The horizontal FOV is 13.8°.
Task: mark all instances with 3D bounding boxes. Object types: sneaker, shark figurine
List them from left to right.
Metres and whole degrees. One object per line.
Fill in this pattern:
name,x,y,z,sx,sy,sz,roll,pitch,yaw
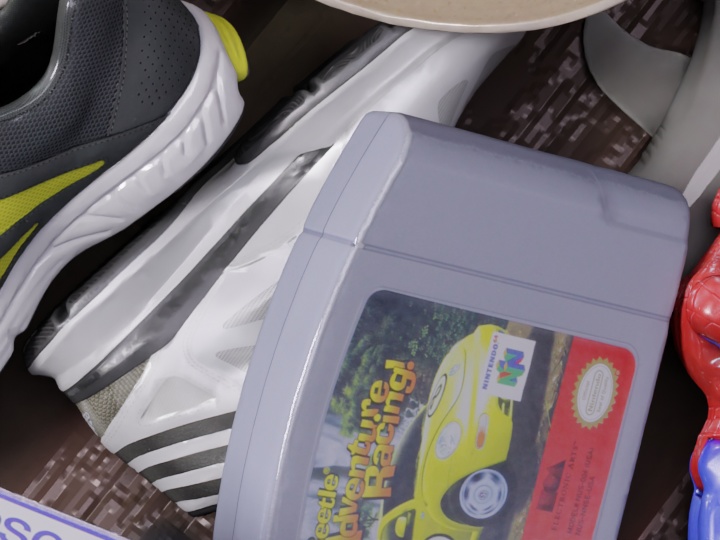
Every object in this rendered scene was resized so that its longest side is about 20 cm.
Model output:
sneaker,-0.129,-0.024,0.914,0.200,0.085,0.074,-46,43,1
sneaker,0.000,0.000,0.963,0.200,0.076,0.115,-42,95,-5
shark figurine,0.121,-0.096,0.982,0.128,0.090,0.215,-4,81,-9

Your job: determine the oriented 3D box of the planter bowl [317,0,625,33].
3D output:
planter bowl,0.029,-0.189,0.887,0.200,0.200,0.135,24,52,-2

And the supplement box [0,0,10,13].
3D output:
supplement box,-0.190,-0.102,0.938,0.200,0.074,0.126,-28,84,-20

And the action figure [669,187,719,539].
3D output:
action figure,0.143,0.071,0.951,0.099,0.065,0.200,1,88,-3

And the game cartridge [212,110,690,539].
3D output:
game cartridge,0.023,0.058,0.917,0.133,0.041,0.200,13,92,-30

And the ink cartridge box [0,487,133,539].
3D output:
ink cartridge box,-0.055,0.155,0.869,0.198,0.200,0.043,23,33,-2
